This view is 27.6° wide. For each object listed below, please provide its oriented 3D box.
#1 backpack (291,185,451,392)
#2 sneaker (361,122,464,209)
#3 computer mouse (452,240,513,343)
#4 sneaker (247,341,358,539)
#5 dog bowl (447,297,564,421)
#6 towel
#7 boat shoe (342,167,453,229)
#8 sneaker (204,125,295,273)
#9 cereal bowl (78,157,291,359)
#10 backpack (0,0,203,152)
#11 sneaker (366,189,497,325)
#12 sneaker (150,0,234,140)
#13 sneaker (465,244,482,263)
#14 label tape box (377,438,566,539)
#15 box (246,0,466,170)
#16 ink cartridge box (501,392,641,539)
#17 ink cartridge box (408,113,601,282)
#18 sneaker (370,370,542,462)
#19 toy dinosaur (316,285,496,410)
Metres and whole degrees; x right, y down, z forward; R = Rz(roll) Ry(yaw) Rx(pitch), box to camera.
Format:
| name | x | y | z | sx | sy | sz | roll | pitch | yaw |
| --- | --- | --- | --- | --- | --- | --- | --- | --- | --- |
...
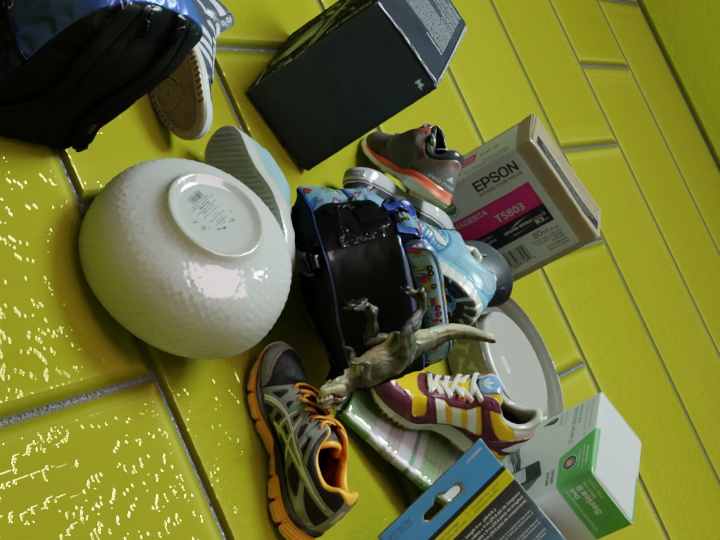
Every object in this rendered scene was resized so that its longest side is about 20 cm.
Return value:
| name | x | y | z | sx | sy | sz | roll | pitch | yaw |
| --- | --- | --- | --- | --- | --- | --- | --- | --- | --- |
| backpack | 0.000 | 0.000 | 1.493 | 0.200 | 0.133 | 0.184 | -117 | -167 | -60 |
| sneaker | 0.073 | -0.141 | 1.786 | 0.077 | 0.082 | 0.200 | 29 | 7 | -35 |
| computer mouse | 0.124 | 0.008 | 1.764 | 0.199 | 0.053 | 0.139 | -16 | 57 | -49 |
| sneaker | -0.050 | 0.156 | 1.384 | 0.078 | 0.077 | 0.202 | 21 | 47 | -50 |
| dog bowl | 0.178 | 0.125 | 1.834 | 0.200 | 0.058 | 0.201 | 41 | 33 | -35 |
| towel | 0.070 | 0.172 | 1.585 | 0.200 | 0.031 | 0.150 | 41 | 31 | -13 |
| boat shoe | 0.044 | -0.057 | 1.763 | 0.200 | 0.069 | 0.067 | 34 | 58 | -50 |
| sneaker | -0.091 | -0.060 | 1.461 | 0.082 | 0.074 | 0.201 | 24 | 37 | -45 |
| cereal bowl | -0.144 | -0.024 | 1.300 | 0.198 | 0.083 | 0.202 | 21 | 44 | -22 |
| backpack | -0.249 | -0.218 | 1.237 | 0.162 | 0.199 | 0.169 | 0 | 65 | -59 |
| sneaker | 0.065 | -0.019 | 1.591 | 0.200 | 0.079 | 0.090 | 41 | 42 | 16 |
| sneaker | -0.172 | -0.220 | 1.519 | 0.108 | 0.070 | 0.202 | 9 | 55 | -56 |
| sneaker | 0.062 | 0.026 | 1.631 | 0.070 | 0.081 | 0.200 | 41 | 46 | 17 |
| label tape box | 0.115 | 0.275 | 1.483 | 0.200 | 0.144 | 0.063 | 51 | -7 | -22 |
| box | 0.000 | -0.246 | 1.701 | 0.124 | 0.199 | 0.197 | 51 | 28 | -17 |
| ink cartridge box | 0.202 | 0.244 | 1.613 | 0.084 | 0.199 | 0.146 | 49 | 29 | -17 |
| ink cartridge box | 0.182 | -0.076 | 1.866 | 0.165 | 0.199 | 0.075 | 50 | 28 | -21 |
| sneaker | 0.102 | 0.133 | 1.560 | 0.199 | 0.090 | 0.075 | 27 | 37 | -27 |
| toy dinosaur | 0.033 | 0.063 | 1.392 | 0.047 | 0.198 | 0.089 | 25 | -47 | 62 |
